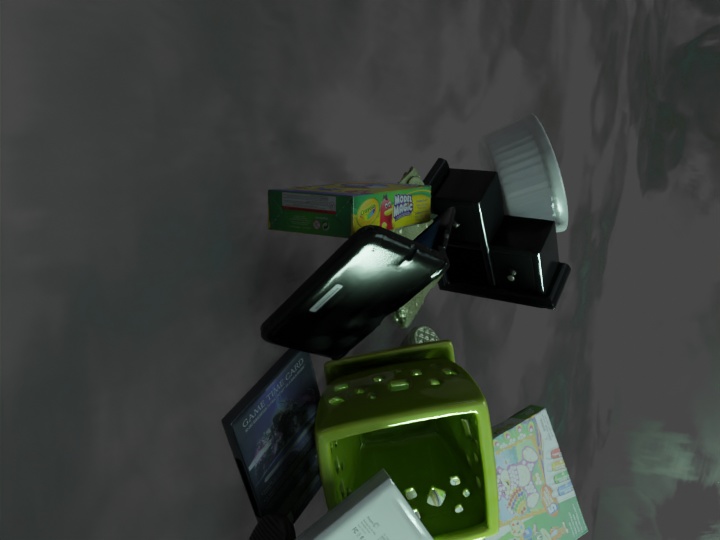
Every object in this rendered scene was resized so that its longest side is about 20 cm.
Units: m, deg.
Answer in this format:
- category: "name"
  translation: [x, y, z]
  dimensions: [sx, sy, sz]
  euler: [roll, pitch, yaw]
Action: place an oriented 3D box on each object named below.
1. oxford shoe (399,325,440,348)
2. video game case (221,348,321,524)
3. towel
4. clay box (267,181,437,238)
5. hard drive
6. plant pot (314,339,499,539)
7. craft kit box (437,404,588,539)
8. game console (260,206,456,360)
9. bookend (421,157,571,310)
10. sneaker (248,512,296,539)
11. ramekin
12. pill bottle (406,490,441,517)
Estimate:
- category: "oxford shoe"
  translation: [0.118, 0.180, 1.016]
  dimensions: [0.075, 0.058, 0.203]
  euler: [-23, 84, -40]
- category: "video game case"
  translation: [-0.088, 0.205, 0.800]
  dimensions: [0.143, 0.019, 0.203]
  euler: [-45, 134, -44]
- category: "towel"
  translation: [0.068, -0.029, 0.973]
  dimensions: [0.149, 0.036, 0.202]
  euler: [-53, 139, -36]
- category: "clay box"
  translation: [-0.001, -0.075, 0.775]
  dimensions: [0.199, 0.113, 0.049]
  euler: [-19, 112, -56]
- category: "hard drive"
  translation: [-0.021, 0.321, 0.730]
  dimensions: [0.199, 0.026, 0.133]
  euler: [-36, 119, -7]
- category: "plant pot"
  translation: [0.050, 0.205, 0.835]
  dimensions: [0.182, 0.195, 0.203]
  euler: [-101, -179, -65]
- category: "craft kit box"
  translation: [0.216, 0.330, 0.979]
  dimensions: [0.195, 0.048, 0.203]
  euler: [-23, 94, -19]
- category: "game console"
  translation: [0.000, 0.000, 0.766]
  dimensions: [0.174, 0.200, 0.118]
  euler: [19, 42, -37]
- category: "bookend"
  translation: [0.206, -0.056, 1.036]
  dimensions: [0.093, 0.197, 0.201]
  euler: [-54, 140, -35]
- category: "sneaker"
  translation: [-0.080, 0.356, 0.786]
  dimensions: [0.087, 0.074, 0.204]
  euler: [-12, 119, -35]
- category: "ramekin"
  translation: [0.265, -0.149, 1.128]
  dimensions: [0.200, 0.096, 0.204]
  euler: [-18, 90, -85]
- category: "pill bottle"
  translation: [0.104, 0.282, 1.043]
  dimensions: [0.200, 0.109, 0.113]
  euler: [-46, 135, -42]
